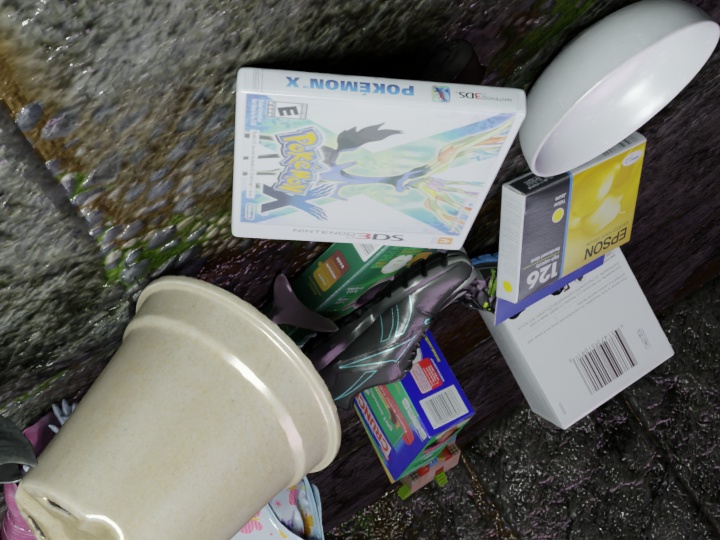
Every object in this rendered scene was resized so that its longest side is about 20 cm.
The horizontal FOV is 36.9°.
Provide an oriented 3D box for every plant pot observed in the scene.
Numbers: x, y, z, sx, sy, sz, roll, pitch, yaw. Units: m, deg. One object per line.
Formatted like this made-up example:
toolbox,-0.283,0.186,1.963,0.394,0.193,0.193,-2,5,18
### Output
plant pot,-0.145,0.140,0.799,0.184,0.200,0.201,-49,175,-35

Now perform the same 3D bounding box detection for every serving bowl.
serving bowl,0.216,-0.171,0.955,0.199,0.066,0.200,-32,163,-11

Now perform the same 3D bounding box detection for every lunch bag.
lunch bag,-0.147,0.297,1.335,0.169,0.201,0.127,-43,161,27

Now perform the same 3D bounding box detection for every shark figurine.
shark figurine,-0.133,0.094,0.996,0.213,0.090,0.128,-22,161,-30

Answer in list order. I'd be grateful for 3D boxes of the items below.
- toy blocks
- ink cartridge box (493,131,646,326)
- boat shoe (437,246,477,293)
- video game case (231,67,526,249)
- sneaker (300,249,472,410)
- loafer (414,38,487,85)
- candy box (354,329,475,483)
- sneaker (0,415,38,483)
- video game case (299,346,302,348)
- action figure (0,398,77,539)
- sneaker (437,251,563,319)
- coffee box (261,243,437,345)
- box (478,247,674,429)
toy blocks,0.173,0.467,2.660,0.198,0.100,0.137,-29,152,-19
ink cartridge box,0.243,-0.043,1.259,0.196,0.047,0.202,-26,131,-29
boat shoe,0.030,0.027,1.183,0.200,0.065,0.074,-28,-177,-2
video game case,0.002,-0.069,0.744,0.179,0.022,0.201,3,155,-7
sneaker,0.032,0.056,1.033,0.199,0.080,0.075,-36,-173,14
loafer,0.053,-0.097,0.809,0.073,0.071,0.200,-56,-178,-29
candy box,0.052,0.156,1.375,0.076,0.170,0.201,-22,160,-20
sneaker,-0.310,0.112,0.666,0.199,0.105,0.060,-15,156,-49
video game case,-0.070,0.157,1.245,0.142,0.019,0.203,-9,120,-56
action figure,-0.284,0.219,0.969,0.133,0.149,0.201,-22,147,-53
sneaker,0.164,0.024,1.340,0.197,0.084,0.071,-15,169,-11
coffee box,0.000,0.000,1.058,0.200,0.044,0.122,-43,161,26
box,0.298,0.079,1.526,0.198,0.202,0.131,-32,-170,-8
